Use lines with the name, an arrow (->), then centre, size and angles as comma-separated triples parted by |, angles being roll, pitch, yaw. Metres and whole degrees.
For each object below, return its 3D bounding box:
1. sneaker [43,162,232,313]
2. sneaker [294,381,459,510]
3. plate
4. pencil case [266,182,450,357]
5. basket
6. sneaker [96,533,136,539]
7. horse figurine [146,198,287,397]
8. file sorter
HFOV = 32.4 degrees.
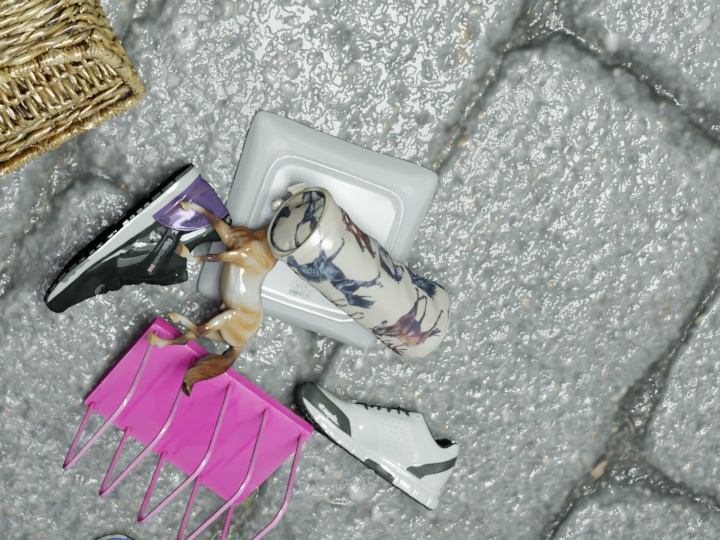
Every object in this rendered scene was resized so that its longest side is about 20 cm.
sneaker -> -0.213, -0.008, 1.202 | 0.199, 0.076, 0.088 | -38, 104, 6
sneaker -> 0.018, 0.167, 1.298 | 0.199, 0.074, 0.081 | 36, 84, -19
plate -> -0.042, -0.033, 1.240 | 0.197, 0.032, 0.202 | 18, 105, -12
pencil case -> 0.000, 0.000, 1.188 | 0.077, 0.090, 0.199 | -33, 125, 28
basket -> -0.308, -0.165, 1.109 | 0.198, 0.143, 0.150 | -25, 108, 2
sneaker -> -0.294, 0.361, 1.304 | 0.200, 0.089, 0.079 | -43, 108, 7
horse figurine -> -0.128, 0.019, 1.188 | 0.131, 0.050, 0.203 | 8, 99, -40
file sorter -> -0.172, 0.179, 1.222 | 0.199, 0.126, 0.139 | 37, 121, -16
